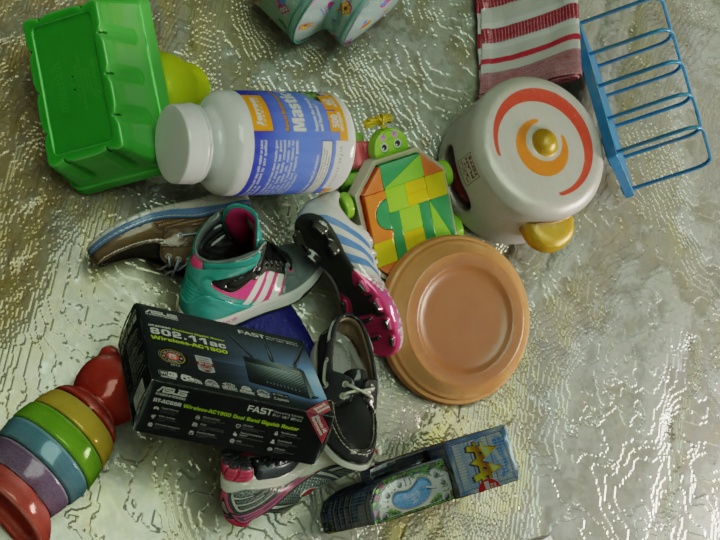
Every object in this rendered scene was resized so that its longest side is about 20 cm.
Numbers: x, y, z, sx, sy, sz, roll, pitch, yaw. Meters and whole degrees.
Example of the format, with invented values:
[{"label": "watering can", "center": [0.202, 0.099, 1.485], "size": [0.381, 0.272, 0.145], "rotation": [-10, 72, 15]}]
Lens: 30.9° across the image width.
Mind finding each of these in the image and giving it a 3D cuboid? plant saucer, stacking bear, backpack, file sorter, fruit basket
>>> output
[{"label": "plant saucer", "center": [0.117, 0.058, 1.532], "size": [0.198, 0.037, 0.203], "rotation": [1, 87, -23]}, {"label": "stacking bear", "center": [-0.297, 0.167, 1.318], "size": [0.121, 0.114, 0.200], "rotation": [44, 59, -5]}, {"label": "backpack", "center": [-0.028, -0.360, 1.551], "size": [0.199, 0.176, 0.154], "rotation": [-35, 85, -23]}, {"label": "file sorter", "center": [0.356, -0.222, 1.646], "size": [0.122, 0.139, 0.202], "rotation": [-17, 67, 16]}, {"label": "fruit basket", "center": [-0.262, -0.196, 1.440], "size": [0.154, 0.215, 0.218], "rotation": [-13, 76, 16]}]

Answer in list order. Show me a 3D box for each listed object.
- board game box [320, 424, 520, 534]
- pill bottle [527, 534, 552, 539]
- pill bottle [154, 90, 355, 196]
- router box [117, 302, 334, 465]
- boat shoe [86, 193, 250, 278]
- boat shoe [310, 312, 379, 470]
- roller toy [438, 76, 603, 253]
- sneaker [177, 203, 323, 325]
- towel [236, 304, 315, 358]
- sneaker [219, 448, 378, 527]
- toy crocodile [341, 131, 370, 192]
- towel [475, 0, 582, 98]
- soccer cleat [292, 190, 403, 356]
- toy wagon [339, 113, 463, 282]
[{"label": "board game box", "center": [0.075, 0.221, 1.399], "size": [0.198, 0.200, 0.062], "rotation": [-13, 80, -26]}, {"label": "pill bottle", "center": [0.203, 0.405, 1.443], "size": [0.115, 0.116, 0.202], "rotation": [-16, 80, -26]}, {"label": "pill bottle", "center": [-0.114, -0.137, 1.395], "size": [0.198, 0.112, 0.113], "rotation": [-4, 75, -35]}, {"label": "router box", "center": [-0.138, 0.113, 1.315], "size": [0.198, 0.150, 0.063], "rotation": [15, 112, -24]}, {"label": "boat shoe", "center": [-0.201, -0.034, 1.435], "size": [0.198, 0.072, 0.073], "rotation": [-20, 83, -26]}, {"label": "boat shoe", "center": [-0.011, 0.125, 1.383], "size": [0.073, 0.061, 0.201], "rotation": [21, 32, -18]}, {"label": "roller toy", "center": [0.197, -0.133, 1.592], "size": [0.181, 0.140, 0.201], "rotation": [31, 65, -11]}, {"label": "sneaker", "center": [-0.114, -0.021, 1.424], "size": [0.083, 0.122, 0.199], "rotation": [36, 44, 30]}, {"label": "towel", "center": [-0.095, 0.148, 1.440], "size": [0.147, 0.049, 0.201], "rotation": [-25, 85, -32]}, {"label": "sneaker", "center": [-0.068, 0.209, 1.368], "size": [0.199, 0.080, 0.075], "rotation": [-8, 113, -39]}, {"label": "toy crocodile", "center": [-0.038, -0.134, 1.539], "size": [0.198, 0.062, 0.068], "rotation": [2, 73, -22]}, {"label": "towel", "center": [0.212, -0.322, 1.662], "size": [0.023, 0.143, 0.202], "rotation": [23, 61, -52]}, {"label": "soccer cleat", "center": [0.000, 0.000, 1.467], "size": [0.201, 0.069, 0.086], "rotation": [59, 39, -19]}, {"label": "toy wagon", "center": [0.044, -0.085, 1.536], "size": [0.154, 0.039, 0.202], "rotation": [-19, 107, -27]}]
